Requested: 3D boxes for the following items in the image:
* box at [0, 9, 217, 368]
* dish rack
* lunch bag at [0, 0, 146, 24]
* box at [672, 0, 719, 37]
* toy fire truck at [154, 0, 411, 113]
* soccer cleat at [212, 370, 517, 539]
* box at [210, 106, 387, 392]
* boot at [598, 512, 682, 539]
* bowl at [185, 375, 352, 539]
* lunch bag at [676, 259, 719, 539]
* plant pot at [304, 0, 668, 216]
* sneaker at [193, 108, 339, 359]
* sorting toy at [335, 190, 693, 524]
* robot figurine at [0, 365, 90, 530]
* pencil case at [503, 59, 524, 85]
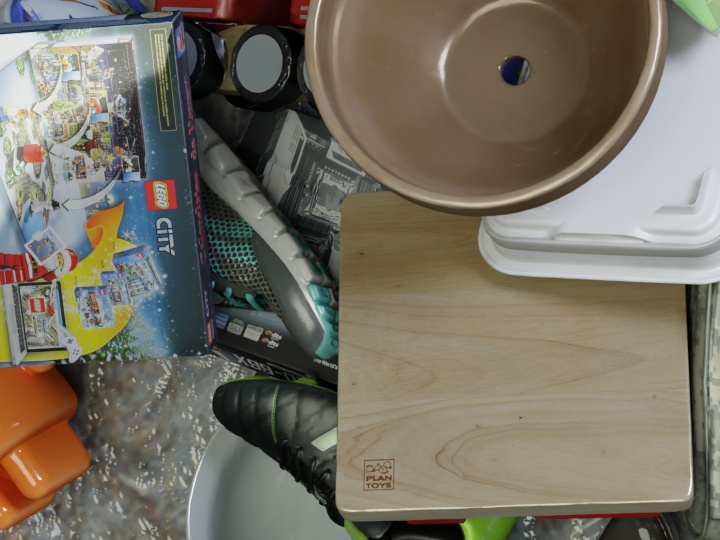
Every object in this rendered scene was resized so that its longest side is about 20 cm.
[{"bbox_3d":[-0.162,-0.046,1.662,0.136,0.038,0.200,-3,105,6],"label":"box"},{"bbox_3d":[0.158,-0.088,1.640,0.172,0.044,0.200,3,60,25],"label":"dish rack"},{"bbox_3d":[-0.211,-0.090,1.778,0.170,0.200,0.124,-44,82,17],"label":"lunch bag"},{"bbox_3d":[0.169,-0.248,1.591,0.200,0.036,0.144,42,108,2],"label":"box"},{"bbox_3d":[-0.039,-0.196,1.697,0.176,0.129,0.200,7,90,36],"label":"toy fire truck"},{"bbox_3d":[-0.004,0.121,1.710,0.200,0.068,0.081,20,62,12],"label":"soccer cleat"},{"bbox_3d":[0.000,0.000,1.766,0.200,0.050,0.158,20,76,15],"label":"box"},{"bbox_3d":[0.102,0.229,1.724,0.069,0.174,0.200,32,109,41],"label":"boot"},{"bbox_3d":[-0.002,0.161,1.781,0.201,0.090,0.201,-3,69,8],"label":"bowl"},{"bbox_3d":[0.271,0.065,1.672,0.168,0.139,0.200,1,98,0],"label":"lunch bag"},{"bbox_3d":[0.077,-0.121,1.595,0.201,0.093,0.201,-4,76,16],"label":"plant pot"},{"bbox_3d":[-0.083,-0.009,1.725,0.091,0.078,0.200,-41,61,2],"label":"sneaker"},{"bbox_3d":[0.091,0.054,1.665,0.200,0.070,0.199,-3,66,8],"label":"sorting toy"},{"bbox_3d":[-0.264,0.071,1.860,0.117,0.144,0.200,-35,84,-20],"label":"robot figurine"},{"bbox_3d":[0.053,-0.160,1.744,0.087,0.078,0.200,-23,89,-8],"label":"pencil case"}]
